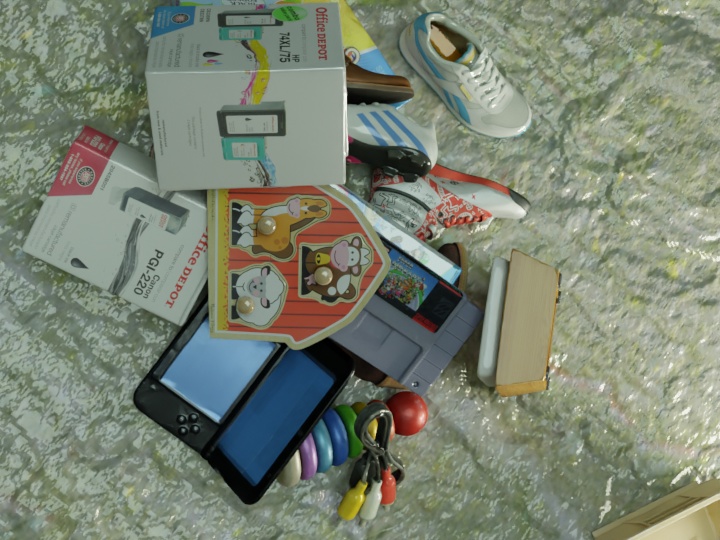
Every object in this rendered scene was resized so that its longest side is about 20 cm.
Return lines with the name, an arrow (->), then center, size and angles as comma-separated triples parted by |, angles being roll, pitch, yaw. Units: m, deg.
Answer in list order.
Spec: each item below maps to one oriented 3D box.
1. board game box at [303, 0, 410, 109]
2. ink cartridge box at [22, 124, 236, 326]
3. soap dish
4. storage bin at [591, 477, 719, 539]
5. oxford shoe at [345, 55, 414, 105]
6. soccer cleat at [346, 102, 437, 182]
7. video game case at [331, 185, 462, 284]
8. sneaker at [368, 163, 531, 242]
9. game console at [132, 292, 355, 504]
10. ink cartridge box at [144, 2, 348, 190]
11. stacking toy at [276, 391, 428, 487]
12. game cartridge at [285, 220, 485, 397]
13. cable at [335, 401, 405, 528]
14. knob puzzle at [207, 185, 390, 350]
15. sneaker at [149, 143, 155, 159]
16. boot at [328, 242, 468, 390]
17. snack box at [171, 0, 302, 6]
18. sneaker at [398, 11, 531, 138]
board game box -> -0.055, -0.248, 1.471 | 0.153, 0.040, 0.200 | -37, 95, -15
ink cartridge box -> -0.254, -0.049, 1.353 | 0.200, 0.085, 0.146 | 26, 105, -13
soap dish -> 0.191, 0.069, 1.430 | 0.081, 0.200, 0.158 | 7, 82, 10
storage bin -> 0.425, 0.390, 1.522 | 0.198, 0.094, 0.200 | -22, 91, -16
oxford shoe -> -0.030, -0.238, 1.421 | 0.200, 0.071, 0.071 | 8, 78, -14
soccer cleat -> -0.004, -0.168, 1.430 | 0.200, 0.070, 0.086 | 18, 53, -6
video game case -> 0.000, 0.000, 1.424 | 0.200, 0.018, 0.143 | 35, 81, -1
sneaker -> 0.104, -0.070, 1.488 | 0.201, 0.067, 0.108 | 19, 81, -10
game console -> -0.135, 0.127, 1.360 | 0.176, 0.116, 0.200 | 38, 88, -9
ink cartridge box -> -0.116, -0.185, 1.277 | 0.200, 0.147, 0.146 | -2, 129, -3
stacking toy -> -0.010, 0.191, 1.429 | 0.200, 0.085, 0.086 | -13, 89, -20
game cartridge -> 0.030, 0.042, 1.366 | 0.200, 0.038, 0.130 | 34, 103, -18
cable -> 0.025, 0.224, 1.397 | 0.097, 0.200, 0.050 | -16, 52, -27
knob puzzle -> -0.066, -0.009, 1.309 | 0.219, 0.030, 0.220 | 0, 100, -2
sneaker -> -0.151, -0.104, 1.404 | 0.200, 0.093, 0.070 | 29, 78, -11
boot -> 0.031, 0.036, 1.453 | 0.166, 0.072, 0.200 | 22, 83, -15
snack box -> -0.147, -0.332, 1.393 | 0.142, 0.053, 0.200 | -2, 50, -15
sneaker -> 0.137, -0.240, 1.504 | 0.200, 0.081, 0.077 | 39, 75, -11
